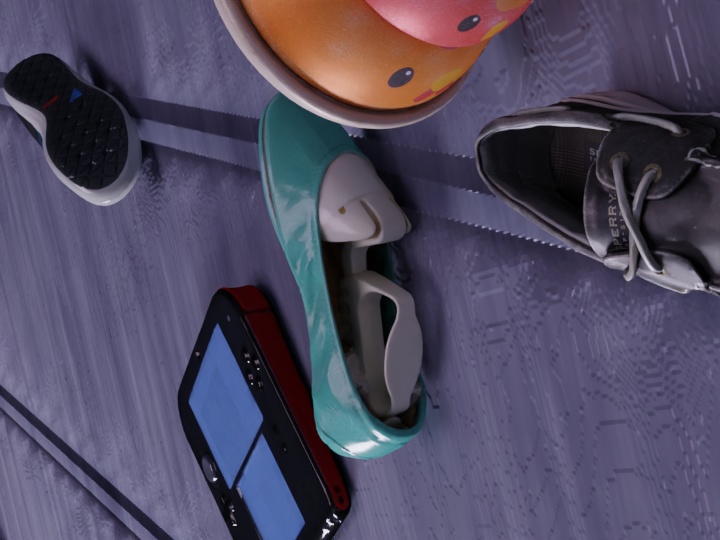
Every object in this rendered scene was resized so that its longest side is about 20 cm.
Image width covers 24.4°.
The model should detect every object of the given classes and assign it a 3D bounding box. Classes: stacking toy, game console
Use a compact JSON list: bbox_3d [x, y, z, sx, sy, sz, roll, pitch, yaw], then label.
[{"bbox_3d":[0.043,-0.147,0.635,0.200,0.146,0.147,-20,84,51],"label":"stacking toy"},{"bbox_3d":[-0.071,0.121,1.119,0.177,0.031,0.200,67,155,23],"label":"game console"}]

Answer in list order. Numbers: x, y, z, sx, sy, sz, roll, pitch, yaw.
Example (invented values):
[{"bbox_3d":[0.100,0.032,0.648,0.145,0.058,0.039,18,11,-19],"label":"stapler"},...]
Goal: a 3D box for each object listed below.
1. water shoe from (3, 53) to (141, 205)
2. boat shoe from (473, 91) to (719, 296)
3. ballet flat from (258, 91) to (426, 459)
[{"bbox_3d":[-0.212,-0.101,1.304,0.200,0.071,0.079,50,172,44],"label":"water shoe"},{"bbox_3d":[0.109,-0.020,0.588,0.200,0.071,0.072,23,122,61],"label":"boat shoe"},{"bbox_3d":[0.000,0.000,0.873,0.070,0.067,0.201,-5,98,42],"label":"ballet flat"}]
